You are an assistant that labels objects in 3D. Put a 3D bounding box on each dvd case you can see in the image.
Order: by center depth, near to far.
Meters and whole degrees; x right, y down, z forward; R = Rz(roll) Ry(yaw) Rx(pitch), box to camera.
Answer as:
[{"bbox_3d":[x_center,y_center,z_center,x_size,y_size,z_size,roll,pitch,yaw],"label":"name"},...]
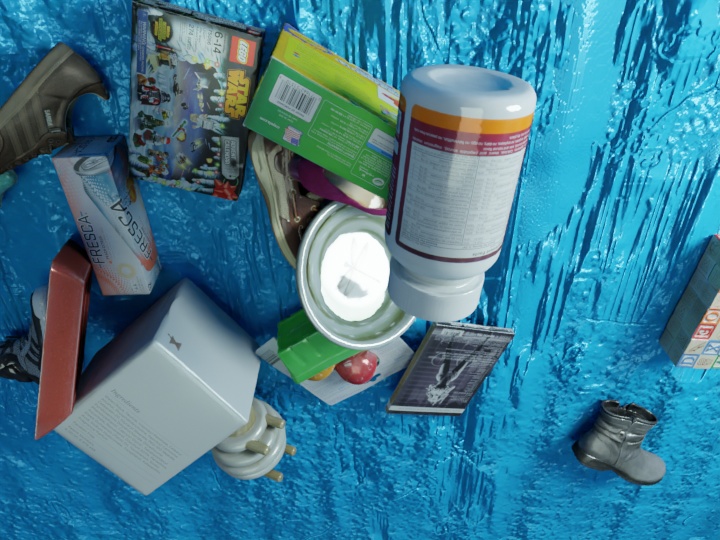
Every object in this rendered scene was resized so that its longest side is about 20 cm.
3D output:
[{"bbox_3d":[0.140,0.162,0.884,0.146,0.016,0.202,8,125,-23],"label":"dvd case"}]

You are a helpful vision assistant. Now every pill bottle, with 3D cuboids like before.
[{"bbox_3d":[0.077,-0.063,0.482,0.107,0.110,0.203,3,122,-3],"label":"pill bottle"}]

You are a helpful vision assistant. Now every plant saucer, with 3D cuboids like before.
[{"bbox_3d":[-0.364,0.074,0.688,0.036,0.200,0.204,6,98,-23],"label":"plant saucer"},{"bbox_3d":[0.000,0.000,0.726,0.197,0.050,0.204,-2,93,-28],"label":"plant saucer"}]

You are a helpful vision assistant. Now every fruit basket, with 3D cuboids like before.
[{"bbox_3d":[-0.030,0.124,0.844,0.184,0.095,0.200,-30,136,18],"label":"fruit basket"}]

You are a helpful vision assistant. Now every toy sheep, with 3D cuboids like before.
[{"bbox_3d":[-0.182,0.282,0.914,0.135,0.139,0.202,-5,130,2],"label":"toy sheep"}]

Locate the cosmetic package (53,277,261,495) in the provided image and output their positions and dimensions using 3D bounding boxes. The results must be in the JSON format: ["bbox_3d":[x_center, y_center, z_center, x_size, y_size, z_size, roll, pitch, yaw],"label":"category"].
[{"bbox_3d":[-0.268,0.157,0.762,0.199,0.168,0.167,-36,112,15],"label":"cosmetic package"}]

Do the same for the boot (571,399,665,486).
[{"bbox_3d":[0.491,0.306,0.983,0.197,0.070,0.133,15,119,-17],"label":"boot"}]

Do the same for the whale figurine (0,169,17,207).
[{"bbox_3d":[-0.511,-0.132,0.630,0.159,0.105,0.199,-40,120,23],"label":"whale figurine"}]

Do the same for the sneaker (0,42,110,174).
[{"bbox_3d":[-0.366,-0.153,0.615,0.200,0.071,0.075,-46,122,8],"label":"sneaker"}]

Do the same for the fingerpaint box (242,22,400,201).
[{"bbox_3d":[-0.012,-0.160,0.579,0.198,0.168,0.074,25,119,-18],"label":"fingerpaint box"}]

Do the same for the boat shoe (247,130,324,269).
[{"bbox_3d":[-0.077,-0.086,0.693,0.071,0.073,0.203,-10,119,8],"label":"boat shoe"}]

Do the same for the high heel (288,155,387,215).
[{"bbox_3d":[0.017,-0.096,0.645,0.197,0.096,0.069,3,101,-28],"label":"high heel"}]

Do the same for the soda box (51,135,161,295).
[{"bbox_3d":[-0.316,-0.065,0.706,0.067,0.064,0.203,-2,126,1],"label":"soda box"}]

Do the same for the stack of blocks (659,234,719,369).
[{"bbox_3d":[0.539,0.051,0.805,0.113,0.059,0.203,3,125,-4],"label":"stack of blocks"}]

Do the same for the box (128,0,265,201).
[{"bbox_3d":[-0.192,-0.188,0.635,0.134,0.040,0.202,11,124,-10],"label":"box"}]

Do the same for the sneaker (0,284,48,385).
[{"bbox_3d":[-0.486,0.105,0.813,0.112,0.076,0.203,4,128,-7],"label":"sneaker"}]
